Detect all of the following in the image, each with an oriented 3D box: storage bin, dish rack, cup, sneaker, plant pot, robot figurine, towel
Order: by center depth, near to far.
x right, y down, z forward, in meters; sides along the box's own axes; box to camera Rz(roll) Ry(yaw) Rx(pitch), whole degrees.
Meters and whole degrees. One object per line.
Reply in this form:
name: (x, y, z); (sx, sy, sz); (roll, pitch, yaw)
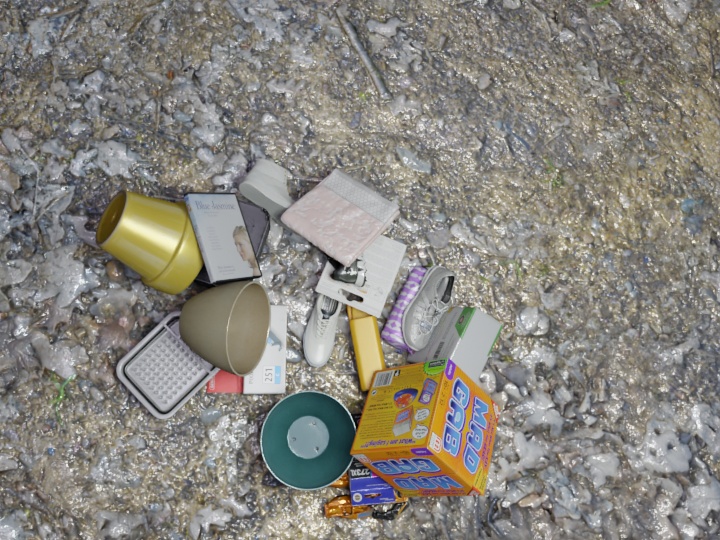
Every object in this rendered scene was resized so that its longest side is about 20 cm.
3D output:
cup: (-0.296, 0.115, 1.517); (0.143, 0.200, 0.201); (6, 78, 17)
plant pot: (-0.444, -0.074, 1.525); (0.189, 0.201, 0.201); (29, 75, -36)
plant pot: (-0.112, 0.361, 1.547); (0.199, 0.135, 0.201); (1, 80, -5)
sneaker: (0.152, 0.080, 1.576); (0.075, 0.082, 0.200); (23, 80, -25)
robot figurine: (0.017, 0.480, 1.577); (0.199, 0.058, 0.145); (-6, 78, -7)
dish rack: (-0.414, 0.209, 1.585); (0.172, 0.044, 0.200); (44, 78, 8)
towel: (-0.043, -0.123, 1.590); (0.200, 0.032, 0.191); (34, 66, 23)
sneaker: (-0.038, -0.060, 1.603); (0.090, 0.066, 0.201); (3, 67, -17)
storage bin: (-0.293, -0.053, 1.627); (0.135, 0.094, 0.200); (18, 77, -3)
sneaker: (-0.087, 0.118, 1.627); (0.073, 0.071, 0.201); (10, 79, -4)
sneaker: (-0.176, -0.176, 1.670); (0.200, 0.074, 0.116); (40, 48, -21)

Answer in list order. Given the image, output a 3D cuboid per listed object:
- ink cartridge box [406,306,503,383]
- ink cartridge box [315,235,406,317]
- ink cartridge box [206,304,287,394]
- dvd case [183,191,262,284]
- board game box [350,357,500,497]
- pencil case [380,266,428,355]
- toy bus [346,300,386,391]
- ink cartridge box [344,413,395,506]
ink cartridge box: (0.203, 0.160, 1.582); (0.084, 0.200, 0.145); (32, 77, -17)
ink cartridge box: (0.000, 0.000, 1.649); (0.161, 0.050, 0.200); (23, 65, -2)
ink cartridge box: (-0.254, 0.177, 1.613); (0.176, 0.045, 0.201); (1, 80, -6)
dvd case: (-0.290, -0.072, 1.526); (0.018, 0.143, 0.200); (-25, 80, 35)
board game box: (0.137, 0.329, 1.480); (0.200, 0.200, 0.200); (44, 48, -30)
pencil case: (0.119, 0.090, 1.647); (0.085, 0.084, 0.200); (18, 78, 28)
toy bus: (0.015, 0.168, 1.622); (0.065, 0.078, 0.201); (-11, 81, 1)
ink cartridge box: (0.018, 0.405, 1.562); (0.094, 0.037, 0.200); (-3, 54, -6)
